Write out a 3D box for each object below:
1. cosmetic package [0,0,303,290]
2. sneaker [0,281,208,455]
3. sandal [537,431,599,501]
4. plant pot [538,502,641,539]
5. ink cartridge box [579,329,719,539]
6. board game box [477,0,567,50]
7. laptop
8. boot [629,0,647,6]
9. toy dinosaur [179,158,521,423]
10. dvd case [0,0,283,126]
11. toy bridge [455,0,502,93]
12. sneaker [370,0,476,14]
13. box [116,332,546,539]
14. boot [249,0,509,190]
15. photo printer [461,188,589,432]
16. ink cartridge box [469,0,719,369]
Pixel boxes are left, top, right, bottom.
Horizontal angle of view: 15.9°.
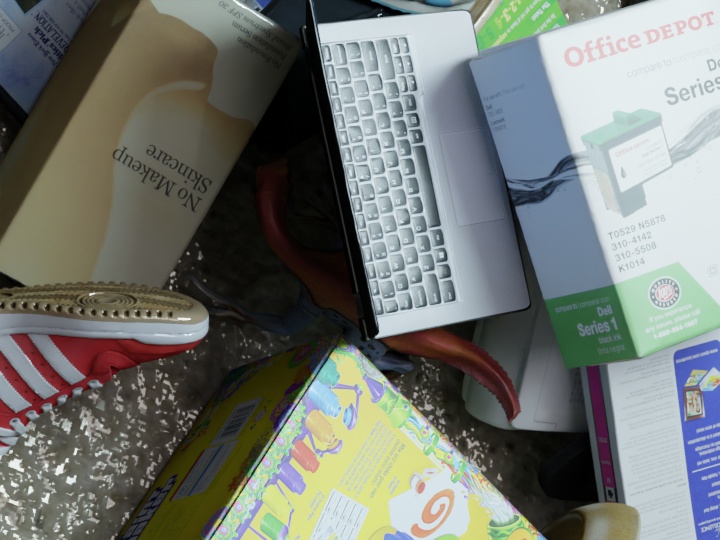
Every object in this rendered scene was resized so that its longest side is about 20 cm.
[{"bbox_3d":[-0.131,-0.072,1.461,0.105,0.071,0.200,29,89,-26],"label":"cosmetic package"},{"bbox_3d":[-0.180,0.069,1.396,0.200,0.071,0.113,-3,102,-3],"label":"sneaker"},{"bbox_3d":[0.198,0.142,1.680,0.200,0.075,0.045,15,40,-41],"label":"sandal"},{"bbox_3d":[0.093,0.213,1.525,0.027,0.200,0.200,37,58,-7],"label":"plant pot"},{"bbox_3d":[0.192,0.112,1.619,0.095,0.037,0.200,-13,96,-31],"label":"ink cartridge box"},{"bbox_3d":[0.095,-0.161,1.726,0.095,0.030,0.200,-29,93,-37],"label":"board game box"},{"bbox_3d":[0.036,-0.062,1.465,0.200,0.116,0.188,-10,87,-37],"label":"laptop"},{"bbox_3d":[0.266,-0.139,1.828,0.131,0.070,0.200,-15,98,-40],"label":"boot"},{"bbox_3d":[0.000,0.000,1.535,0.182,0.200,0.105,57,49,-69],"label":"toy dinosaur"},{"bbox_3d":[-0.134,-0.163,1.491,0.200,0.018,0.143,-45,119,-8],"label":"dvd case"},{"bbox_3d":[0.079,-0.114,1.593,0.067,0.027,0.200,12,86,-31],"label":"toy bridge"},{"bbox_3d":[0.027,-0.212,1.586,0.200,0.081,0.077,5,57,-34],"label":"sneaker"},{"bbox_3d":[-0.027,0.181,1.488,0.193,0.122,0.200,46,56,-17],"label":"box"},{"bbox_3d":[-0.002,-0.104,1.607,0.168,0.076,0.200,-33,91,-41],"label":"boot"},{"bbox_3d":[0.158,0.004,1.653,0.166,0.069,0.200,4,104,-36],"label":"photo printer"},{"bbox_3d":[0.170,-0.059,1.547,0.146,0.084,0.200,-19,93,-28],"label":"ink cartridge box"}]
